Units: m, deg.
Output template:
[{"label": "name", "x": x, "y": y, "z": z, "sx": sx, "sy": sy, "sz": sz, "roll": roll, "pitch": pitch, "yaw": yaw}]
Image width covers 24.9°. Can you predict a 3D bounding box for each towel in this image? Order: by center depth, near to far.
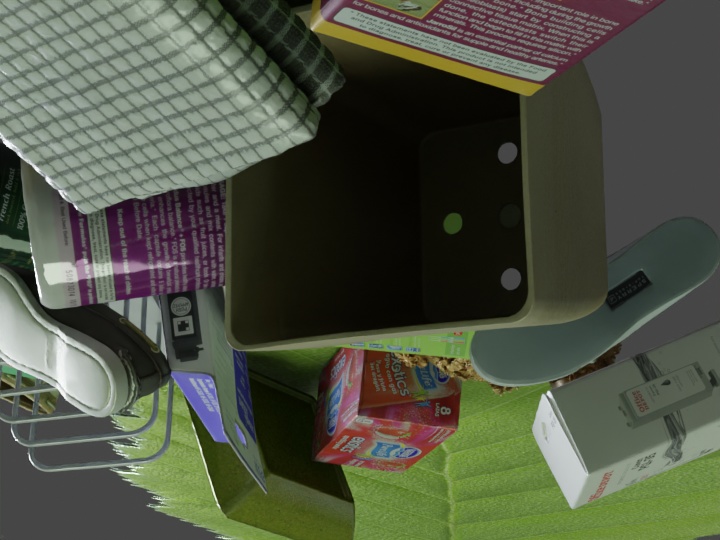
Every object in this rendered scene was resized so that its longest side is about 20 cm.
[{"label": "towel", "x": -0.130, "y": -0.122, "z": 0.906, "sx": 0.200, "sy": 0.086, "sz": 0.166, "roll": -15, "pitch": 131, "yaw": 42}]

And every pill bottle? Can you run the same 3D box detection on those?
[{"label": "pill bottle", "x": -0.124, "y": -0.040, "z": 1.108, "sx": 0.200, "sy": 0.112, "sz": 0.112, "roll": -8, "pitch": 161, "yaw": -9}]

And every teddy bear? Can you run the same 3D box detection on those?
[{"label": "teddy bear", "x": 0.127, "y": 0.075, "z": 1.431, "sx": 0.200, "sy": 0.067, "sz": 0.145, "roll": 16, "pitch": 149, "yaw": -22}]

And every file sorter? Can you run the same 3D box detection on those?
[{"label": "file sorter", "x": -0.243, "y": 0.067, "z": 1.360, "sx": 0.139, "sy": 0.125, "sz": 0.200, "roll": -6, "pitch": 147, "yaw": 8}]

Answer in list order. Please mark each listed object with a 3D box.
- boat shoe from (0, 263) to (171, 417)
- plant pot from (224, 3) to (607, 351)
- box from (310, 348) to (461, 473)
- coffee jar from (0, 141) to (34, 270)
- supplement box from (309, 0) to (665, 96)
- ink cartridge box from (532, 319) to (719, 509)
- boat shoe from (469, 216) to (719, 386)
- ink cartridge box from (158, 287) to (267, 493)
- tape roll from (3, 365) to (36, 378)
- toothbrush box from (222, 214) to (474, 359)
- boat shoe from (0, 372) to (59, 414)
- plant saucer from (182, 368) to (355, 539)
[{"label": "boat shoe", "x": -0.224, "y": 0.044, "z": 1.223, "sx": 0.060, "sy": 0.072, "sz": 0.202, "roll": -17, "pitch": -143, "yaw": -43}, {"label": "plant pot", "x": 0.050, "y": -0.049, "z": 0.982, "sx": 0.200, "sy": 0.200, "sz": 0.177, "roll": -7, "pitch": 168, "yaw": 31}, {"label": "box", "x": 0.023, "y": 0.126, "z": 1.571, "sx": 0.100, "sy": 0.096, "sz": 0.200, "roll": 9, "pitch": 159, "yaw": -12}, {"label": "coffee jar", "x": -0.279, "y": -0.053, "z": 1.179, "sx": 0.200, "sy": 0.085, "sz": 0.104, "roll": 14, "pitch": 173, "yaw": -22}, {"label": "supplement box", "x": 0.076, "y": -0.174, "z": 0.739, "sx": 0.131, "sy": 0.103, "sz": 0.200, "roll": 15, "pitch": 159, "yaw": -22}, {"label": "ink cartridge box", "x": 0.258, "y": 0.120, "z": 1.397, "sx": 0.200, "sy": 0.083, "sz": 0.147, "roll": -22, "pitch": 161, "yaw": -6}, {"label": "boat shoe", "x": 0.172, "y": 0.026, "z": 1.222, "sx": 0.202, "sy": 0.075, "sz": 0.086, "roll": -32, "pitch": 171, "yaw": -3}, {"label": "ink cartridge box", "x": -0.120, "y": 0.065, "z": 1.296, "sx": 0.043, "sy": 0.200, "sz": 0.198, "roll": -12, "pitch": 158, "yaw": 2}, {"label": "tape roll", "x": -0.294, "y": 0.056, "z": 1.541, "sx": 0.200, "sy": 0.048, "sz": 0.200, "roll": 5, "pitch": 159, "yaw": 2}, {"label": "toothbrush box", "x": 0.000, "y": 0.000, "z": 1.252, "sx": 0.200, "sy": 0.086, "sz": 0.146, "roll": 4, "pitch": 159, "yaw": 3}, {"label": "boat shoe", "x": -0.391, "y": 0.093, "z": 1.642, "sx": 0.200, "sy": 0.063, "sz": 0.073, "roll": 18, "pitch": 157, "yaw": -29}, {"label": "plant saucer", "x": -0.085, "y": 0.177, "z": 1.653, "sx": 0.048, "sy": 0.200, "sz": 0.200, "roll": -38, "pitch": 141, "yaw": 21}]
